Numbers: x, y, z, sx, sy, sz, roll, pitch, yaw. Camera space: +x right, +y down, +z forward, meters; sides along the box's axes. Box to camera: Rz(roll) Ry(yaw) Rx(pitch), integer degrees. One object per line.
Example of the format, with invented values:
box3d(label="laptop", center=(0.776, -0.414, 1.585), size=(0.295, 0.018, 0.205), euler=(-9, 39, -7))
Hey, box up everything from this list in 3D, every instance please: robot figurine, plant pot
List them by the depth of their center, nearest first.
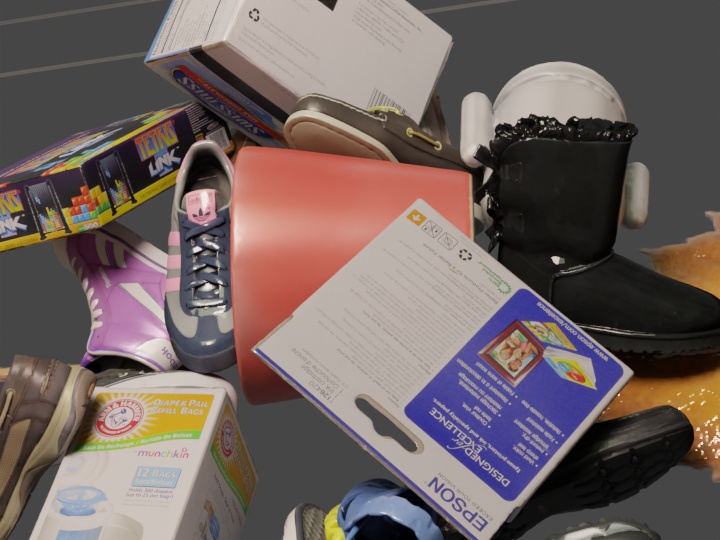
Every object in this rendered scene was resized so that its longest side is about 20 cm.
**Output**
box3d(label="plant pot", center=(0.000, 0.000, 1.498), size=(0.175, 0.202, 0.202), euler=(-3, 42, 4))
box3d(label="robot figurine", center=(0.155, -0.087, 1.581), size=(0.168, 0.113, 0.201), euler=(25, 43, -13))

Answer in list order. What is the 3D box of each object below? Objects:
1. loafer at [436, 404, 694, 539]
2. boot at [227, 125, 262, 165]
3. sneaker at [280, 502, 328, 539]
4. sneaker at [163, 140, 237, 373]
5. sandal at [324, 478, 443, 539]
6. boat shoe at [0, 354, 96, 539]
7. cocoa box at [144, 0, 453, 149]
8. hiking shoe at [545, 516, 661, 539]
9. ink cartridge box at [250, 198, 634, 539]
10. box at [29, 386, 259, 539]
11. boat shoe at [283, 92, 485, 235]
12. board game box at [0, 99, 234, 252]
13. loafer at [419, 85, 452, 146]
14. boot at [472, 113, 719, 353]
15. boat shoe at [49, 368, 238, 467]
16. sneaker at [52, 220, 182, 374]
box3d(label="loafer", center=(0.133, 0.134, 1.384), size=(0.199, 0.068, 0.071), euler=(-22, 50, 1))
box3d(label="boot", center=(-0.095, -0.122, 1.746), size=(0.075, 0.074, 0.201), euler=(-2, 45, 31))
box3d(label="sneaker", center=(-0.065, 0.242, 1.330), size=(0.146, 0.077, 0.202), euler=(-47, 3, 13))
box3d(label="sneaker", center=(-0.123, -0.014, 1.541), size=(0.069, 0.083, 0.201), euler=(-7, 47, -1))
box3d(label="sandal", center=(0.021, 0.174, 1.295), size=(0.087, 0.079, 0.200), euler=(-51, 5, 11))
box3d(label="boat shoe", center=(-0.262, 0.131, 1.448), size=(0.073, 0.201, 0.075), euler=(30, 30, -11))
box3d(label="cocoa box", center=(-0.050, -0.181, 1.640), size=(0.131, 0.199, 0.134), euler=(-5, 57, 54))
box3d(label="hiking shoe", center=(0.116, 0.236, 1.286), size=(0.199, 0.075, 0.087), euler=(-29, 45, 3))
box3d(label="ink cartridge box", center=(0.053, 0.070, 1.326), size=(0.197, 0.047, 0.200), euler=(40, 52, 10))
box3d(label="box", center=(-0.156, 0.187, 1.402), size=(0.111, 0.102, 0.201), euler=(0, 44, 18))
box3d(label="boat shoe", center=(0.022, -0.092, 1.567), size=(0.071, 0.200, 0.061), euler=(-17, 53, 45))
box3d(label="board game box", center=(-0.225, -0.079, 1.650), size=(0.164, 0.057, 0.200), euler=(-11, 15, 33))
box3d(label="loafer", center=(0.042, -0.126, 1.716), size=(0.072, 0.063, 0.201), euler=(-43, 32, 22))
box3d(label="boot", center=(0.179, -0.028, 1.454), size=(0.196, 0.164, 0.073), euler=(3, 12, 7))
box3d(label="boat shoe", center=(-0.190, 0.103, 1.533), size=(0.198, 0.069, 0.057), euler=(-11, 41, 11))
box3d(label="sneaker", center=(-0.208, 0.027, 1.620), size=(0.199, 0.073, 0.114), euler=(25, 62, 40))
